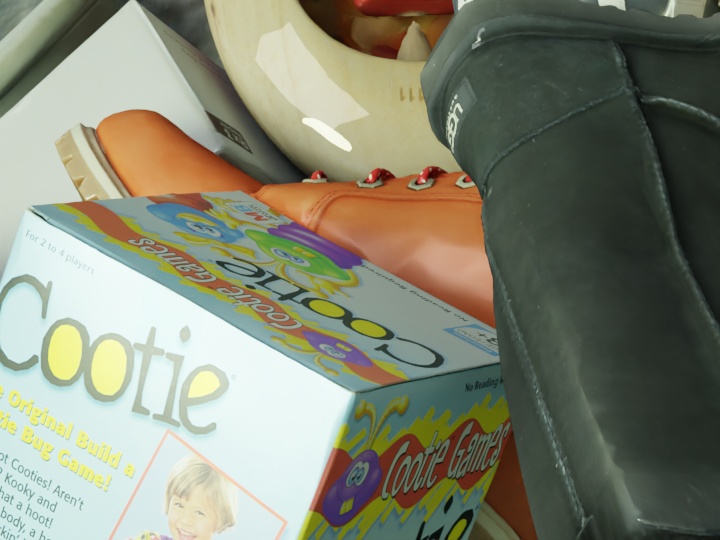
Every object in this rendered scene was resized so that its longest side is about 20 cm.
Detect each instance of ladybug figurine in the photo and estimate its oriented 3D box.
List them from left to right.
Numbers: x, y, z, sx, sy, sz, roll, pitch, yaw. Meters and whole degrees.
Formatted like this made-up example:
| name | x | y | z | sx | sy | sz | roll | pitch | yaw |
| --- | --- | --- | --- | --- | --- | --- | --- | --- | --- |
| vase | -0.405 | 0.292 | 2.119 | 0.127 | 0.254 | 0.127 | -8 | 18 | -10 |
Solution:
| name | x | y | z | sx | sy | sz | roll | pitch | yaw |
| --- | --- | --- | --- | --- | --- | --- | --- | --- | --- |
| ladybug figurine | 0.014 | -0.101 | 0.980 | 0.135 | 0.072 | 0.201 | 2 | 59 | -2 |

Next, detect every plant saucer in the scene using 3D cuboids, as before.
| name | x | y | z | sx | sy | sz | roll | pitch | yaw |
| --- | --- | --- | --- | --- | --- | --- | --- | --- | --- |
| plant saucer | -0.147 | -0.031 | 1.061 | 0.200 | 0.050 | 0.200 | -42 | 9 | 8 |

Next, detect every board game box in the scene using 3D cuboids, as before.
| name | x | y | z | sx | sy | sz | roll | pitch | yaw |
| --- | --- | --- | --- | --- | --- | --- | --- | --- | --- |
| board game box | -0.051 | 0.093 | 0.756 | 0.105 | 0.103 | 0.201 | 28 | 107 | 25 |

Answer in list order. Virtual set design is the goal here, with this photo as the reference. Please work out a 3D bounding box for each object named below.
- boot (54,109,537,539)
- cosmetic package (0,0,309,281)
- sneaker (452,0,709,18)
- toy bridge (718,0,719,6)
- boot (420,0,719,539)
| name | x | y | z | sx | sy | sz | roll | pitch | yaw |
| --- | --- | --- | --- | --- | --- | --- | --- | --- | --- |
| boot | 0.000 | 0.000 | 0.852 | 0.200 | 0.075 | 0.107 | 40 | 81 | 27 |
| cosmetic package | -0.102 | 0.019 | 0.981 | 0.200 | 0.113 | 0.081 | -41 | 52 | 8 |
| sneaker | 0.040 | -0.111 | 0.902 | 0.199 | 0.079 | 0.130 | 17 | 98 | 39 |
| toy bridge | 0.126 | -0.096 | 0.842 | 0.027 | 0.200 | 0.067 | 28 | 79 | 7 |
| boot | 0.109 | 0.012 | 0.739 | 0.200 | 0.164 | 0.066 | -106 | 21 | -51 |
